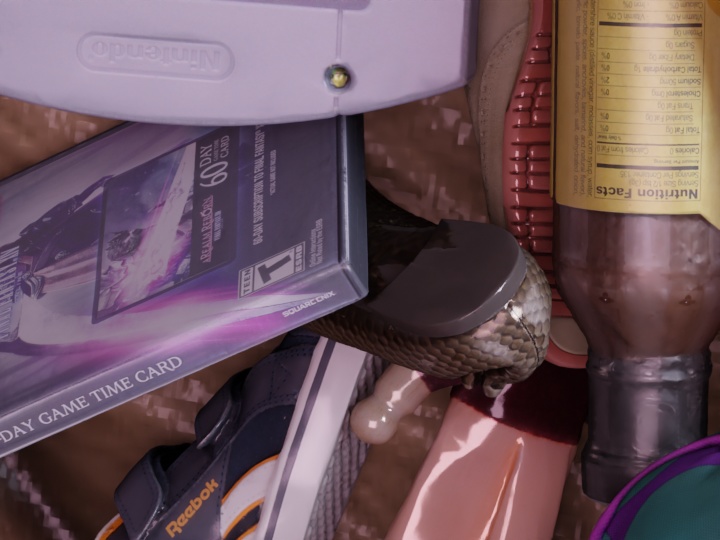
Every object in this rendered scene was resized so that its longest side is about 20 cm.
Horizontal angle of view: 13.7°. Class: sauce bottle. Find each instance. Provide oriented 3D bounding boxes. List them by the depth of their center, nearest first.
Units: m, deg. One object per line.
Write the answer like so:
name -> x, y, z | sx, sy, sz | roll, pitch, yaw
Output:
sauce bottle -> 0.088, -0.030, 0.904 | 0.064, 0.065, 0.201 | 2, 101, 6

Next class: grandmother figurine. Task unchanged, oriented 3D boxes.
grandmother figurine -> 0.055, 0.051, 1.009 | 0.060, 0.121, 0.201 | 21, 95, 45

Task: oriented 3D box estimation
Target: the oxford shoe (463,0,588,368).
oxford shoe -> 0.063, -0.068, 0.970 | 0.070, 0.074, 0.201 | 6, 82, -29

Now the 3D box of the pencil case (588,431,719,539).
pencil case -> 0.154, 0.130, 0.898 | 0.200, 0.085, 0.093 | 40, 79, -28

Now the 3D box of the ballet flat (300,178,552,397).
ballet flat -> 0.000, 0.000, 0.966 | 0.067, 0.200, 0.046 | -47, 122, -15

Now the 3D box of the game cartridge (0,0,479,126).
game cartridge -> -0.060, -0.114, 0.944 | 0.199, 0.041, 0.134 | 5, 100, 7

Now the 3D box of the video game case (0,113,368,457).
video game case -> -0.089, 0.001, 0.982 | 0.199, 0.143, 0.019 | -23, 123, 15

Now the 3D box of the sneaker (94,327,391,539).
sneaker -> -0.046, 0.080, 1.030 | 0.079, 0.078, 0.201 | 21, 97, 12
